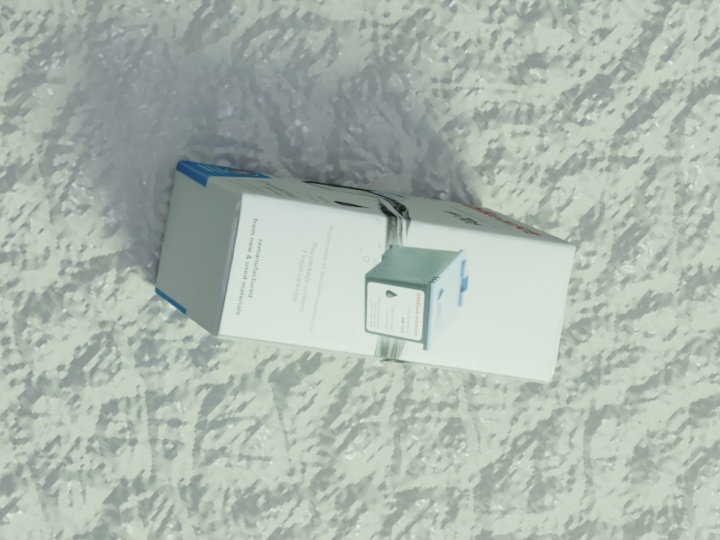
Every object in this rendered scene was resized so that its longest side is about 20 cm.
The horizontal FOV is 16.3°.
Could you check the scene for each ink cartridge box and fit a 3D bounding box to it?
[{"bbox_3d":[0.000,0.000,1.414,0.199,0.146,0.086,7,97,-20],"label":"ink cartridge box"}]
